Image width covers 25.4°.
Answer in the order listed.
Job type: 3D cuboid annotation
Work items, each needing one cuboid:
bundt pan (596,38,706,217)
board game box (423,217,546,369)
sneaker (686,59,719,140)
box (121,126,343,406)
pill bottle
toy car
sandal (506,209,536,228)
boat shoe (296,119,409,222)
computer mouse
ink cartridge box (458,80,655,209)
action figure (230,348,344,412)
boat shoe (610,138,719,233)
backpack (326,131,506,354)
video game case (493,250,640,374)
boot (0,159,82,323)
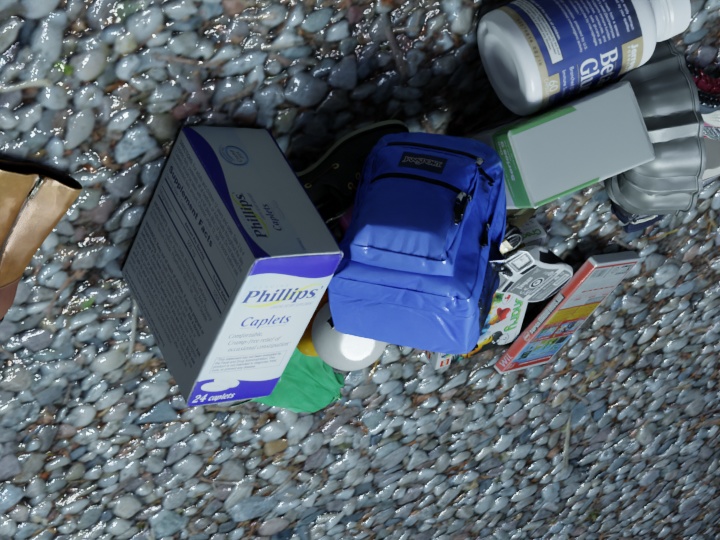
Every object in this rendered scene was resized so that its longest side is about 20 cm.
[{"bbox_3d":[0.296,-0.151,1.715,0.075,0.203,0.203,-11,142,-10],"label":"bundt pan"},{"bbox_3d":[0.150,0.030,1.957,0.126,0.035,0.201,-19,144,-22],"label":"board game box"},{"bbox_3d":[0.401,-0.186,1.863,0.199,0.081,0.075,18,139,-34],"label":"sneaker"},{"bbox_3d":[-0.128,-0.006,1.545,0.104,0.184,0.201,-3,137,-36],"label":"box"},{"bbox_3d":[0.228,-0.242,1.610,0.199,0.111,0.111,-25,146,-13],"label":"pill bottle"},{"bbox_3d":[0.000,0.000,1.712,0.199,0.175,0.151,-30,110,-5],"label":"toy car"},{"bbox_3d":[0.180,-0.107,1.802,0.200,0.055,0.082,-50,152,-2],"label":"sandal"},{"bbox_3d":[-0.027,-0.085,1.640,0.201,0.063,0.074,-30,144,-12],"label":"boat shoe"},{"bbox_3d":[0.177,-0.005,1.858,0.110,0.044,0.200,-41,152,21],"label":"computer mouse"},{"bbox_3d":[0.190,-0.125,1.657,0.145,0.088,0.200,-23,-175,-14],"label":"ink cartridge box"},{"bbox_3d":[-0.071,0.129,1.880,0.118,0.055,0.200,-41,153,9],"label":"action figure"},{"bbox_3d":[0.389,-0.119,1.953,0.199,0.075,0.093,-27,163,-10],"label":"boat shoe"},{"bbox_3d":[0.067,-0.044,1.553,0.161,0.201,0.168,14,142,9],"label":"backpack"},{"bbox_3d":[0.268,0.053,2.070,0.200,0.017,0.143,-51,158,24],"label":"video game case"},{"bbox_3d":[-0.366,-0.013,1.442,0.188,0.069,0.200,9,127,-45],"label":"boot"}]
